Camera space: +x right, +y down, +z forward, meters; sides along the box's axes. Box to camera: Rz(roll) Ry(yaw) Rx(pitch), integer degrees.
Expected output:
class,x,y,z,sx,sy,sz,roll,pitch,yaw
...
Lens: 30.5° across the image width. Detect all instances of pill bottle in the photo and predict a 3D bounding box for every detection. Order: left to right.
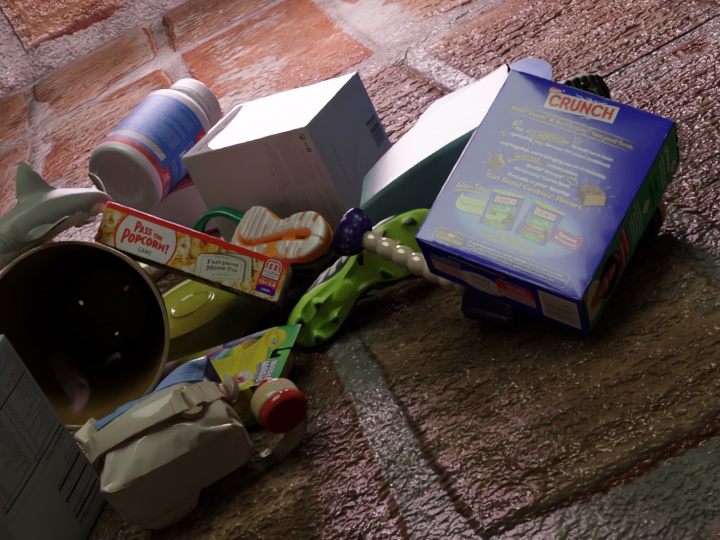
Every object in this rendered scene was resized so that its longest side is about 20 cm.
class,x,y,z,sx,sy,sz,roll,pitch,yaw
pill bottle,-0.271,-0.175,1.787,0.112,0.112,0.200,-8,33,36

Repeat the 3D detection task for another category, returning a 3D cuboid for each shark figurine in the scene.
class,x,y,z,sx,sy,sz,roll,pitch,yaw
shark figurine,-0.311,-0.073,1.340,0.128,0.090,0.214,-33,0,38

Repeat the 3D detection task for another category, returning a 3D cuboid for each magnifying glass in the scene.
class,x,y,z,sx,sy,sz,roll,pitch,yaw
magnifying glass,-0.120,-0.039,1.620,0.199,0.080,0.022,-2,17,25

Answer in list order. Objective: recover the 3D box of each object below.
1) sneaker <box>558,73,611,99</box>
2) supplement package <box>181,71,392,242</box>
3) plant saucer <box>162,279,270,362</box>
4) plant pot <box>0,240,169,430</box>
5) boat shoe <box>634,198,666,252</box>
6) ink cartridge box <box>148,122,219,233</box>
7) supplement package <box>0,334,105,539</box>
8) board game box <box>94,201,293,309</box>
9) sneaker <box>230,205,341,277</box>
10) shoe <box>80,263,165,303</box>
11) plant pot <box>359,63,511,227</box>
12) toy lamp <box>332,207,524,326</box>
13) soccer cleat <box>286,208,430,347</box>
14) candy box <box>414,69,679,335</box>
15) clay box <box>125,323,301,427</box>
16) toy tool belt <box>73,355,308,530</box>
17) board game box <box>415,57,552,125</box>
class,x,y,z,sx,sy,sz,roll,pitch,yaw
sneaker,0.201,-0.170,1.536,0.200,0.079,0.090,-30,21,-9
supplement package,-0.083,-0.132,1.656,0.199,0.152,0.151,-10,28,34
plant saucer,-0.194,0.050,1.553,0.199,0.031,0.200,-22,23,10
plant pot,-0.281,0.051,1.382,0.186,0.187,0.200,-26,7,2
boat shoe,0.194,-0.031,1.263,0.199,0.075,0.062,-15,20,14
ink cartridge box,-0.249,-0.121,1.893,0.146,0.083,0.200,-18,26,20
supplement package,-0.381,0.201,1.229,0.191,0.200,0.147,-18,25,21
board game box,-0.174,-0.012,1.421,0.152,0.199,0.046,117,171,-85
sneaker,-0.084,-0.025,1.537,0.200,0.077,0.079,9,74,52
shoe,-0.317,-0.001,1.756,0.200,0.053,0.070,-33,24,-12
plant pot,0.107,-0.093,1.410,0.200,0.141,0.141,-28,22,16
toy lamp,0.068,-0.002,1.268,0.200,0.058,0.058,26,50,25
soccer cleat,0.000,0.000,1.378,0.200,0.068,0.081,-40,17,6
candy box,0.172,-0.066,1.201,0.169,0.077,0.200,22,70,25
clay box,-0.150,0.123,1.335,0.199,0.048,0.115,-18,24,21
toy tool belt,-0.159,0.134,1.209,0.200,0.125,0.123,-31,46,-10
board game box,0.161,-0.195,1.679,0.199,0.039,0.158,-25,28,18
